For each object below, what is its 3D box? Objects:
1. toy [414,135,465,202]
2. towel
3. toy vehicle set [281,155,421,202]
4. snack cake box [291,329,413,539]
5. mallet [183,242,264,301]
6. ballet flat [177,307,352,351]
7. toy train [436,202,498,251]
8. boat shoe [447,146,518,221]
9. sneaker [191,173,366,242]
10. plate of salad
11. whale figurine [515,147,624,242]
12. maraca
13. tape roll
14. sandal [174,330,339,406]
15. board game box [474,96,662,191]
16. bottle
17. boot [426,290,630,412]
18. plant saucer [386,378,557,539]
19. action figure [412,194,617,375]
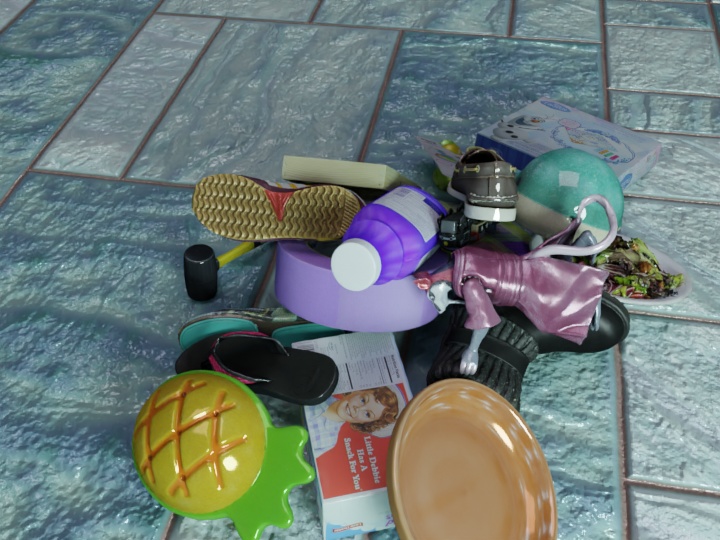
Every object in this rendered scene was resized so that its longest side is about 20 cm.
[{"bbox_3d":[0.135,-0.127,1.119,0.113,0.048,0.201,17,24,-14],"label":"toy"},{"bbox_3d":[0.144,-0.044,1.012,0.143,0.023,0.198,39,26,32],"label":"towel"},{"bbox_3d":[-0.005,-0.107,1.004,0.122,0.027,0.200,8,1,15],"label":"toy vehicle set"},{"bbox_3d":[0.000,0.158,0.836,0.113,0.068,0.202,-7,43,-9],"label":"snack cake box"},{"bbox_3d":[-0.147,-0.023,1.063,0.041,0.067,0.199,30,37,28],"label":"mallet"},{"bbox_3d":[-0.107,0.072,0.944,0.196,0.075,0.075,2,43,2],"label":"ballet flat"},{"bbox_3d":[0.129,-0.055,0.930,0.034,0.047,0.199,9,17,23],"label":"toy train"},{"bbox_3d":[0.134,-0.102,0.894,0.070,0.061,0.200,3,16,2],"label":"boat shoe"},{"bbox_3d":[-0.089,-0.065,0.922,0.196,0.076,0.090,8,1,12],"label":"sneaker"},{"bbox_3d":[0.303,-0.018,0.991,0.196,0.049,0.201,8,27,-4],"label":"plate of salad"},{"bbox_3d":[0.242,-0.096,0.971,0.157,0.105,0.200,22,18,0],"label":"whale figurine"},{"bbox_3d":[-0.136,0.175,0.792,0.198,0.107,0.139,23,81,23],"label":"maraca"},{"bbox_3d":[0.000,0.000,0.951,0.196,0.067,0.201,6,20,-2],"label":"tape roll"},{"bbox_3d":[-0.113,0.093,0.849,0.197,0.045,0.076,3,54,31],"label":"sandal"},{"bbox_3d":[0.293,-0.170,1.159,0.198,0.044,0.198,29,41,28],"label":"board game box"},{"bbox_3d":[0.030,-0.032,0.847,0.083,0.066,0.200,34,27,9],"label":"bottle"},{"bbox_3d":[0.183,0.091,0.890,0.207,0.080,0.159,5,41,14],"label":"boot"},{"bbox_3d":[0.098,0.200,0.743,0.198,0.037,0.203,19,57,-31],"label":"plant saucer"},{"bbox_3d":[0.150,0.011,0.823,0.196,0.150,0.135,4,45,-8],"label":"action figure"}]
